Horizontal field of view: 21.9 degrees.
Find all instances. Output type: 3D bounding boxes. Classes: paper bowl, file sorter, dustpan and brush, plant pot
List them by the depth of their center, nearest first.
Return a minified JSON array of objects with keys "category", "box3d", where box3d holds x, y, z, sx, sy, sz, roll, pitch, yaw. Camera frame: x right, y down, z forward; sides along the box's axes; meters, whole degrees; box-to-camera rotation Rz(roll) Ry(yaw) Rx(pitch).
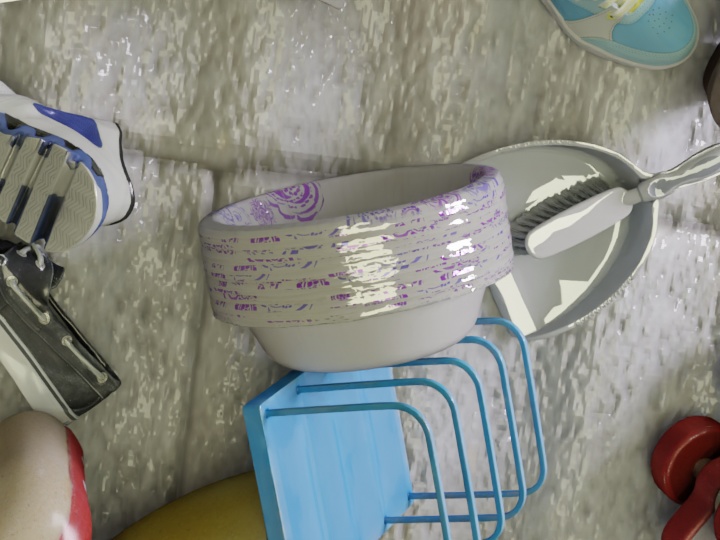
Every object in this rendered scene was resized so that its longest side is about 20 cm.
[{"category":"paper bowl","box3d":[0.000,0.000,1.198,0.199,0.201,0.105,-10,102,-7]},{"category":"file sorter","box3d":[0.030,0.119,1.207,0.122,0.200,0.140,-5,102,25]},{"category":"plant pot","box3d":[-0.105,0.232,1.243,0.141,0.200,0.202,-4,101,12]},{"category":"dustpan and brush","box3d":[0.175,-0.047,1.290,0.199,0.057,0.140,-26,103,-4]}]

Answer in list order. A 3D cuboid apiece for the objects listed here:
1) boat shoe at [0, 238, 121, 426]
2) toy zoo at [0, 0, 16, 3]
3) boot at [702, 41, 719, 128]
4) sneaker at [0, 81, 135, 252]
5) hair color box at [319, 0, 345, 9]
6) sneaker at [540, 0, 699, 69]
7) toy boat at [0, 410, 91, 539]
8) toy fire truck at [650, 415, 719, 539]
[{"category":"boat shoe","box3d":[-0.228,0.010,1.229,0.068,0.072,0.201,-32,106,-1]},{"category":"toy zoo","box3d":[-0.262,-0.236,1.206,0.198,0.020,0.132,-11,101,-7]},{"category":"boot","box3d":[0.286,-0.181,1.240,0.070,0.146,0.201,15,97,-10]},{"category":"sneaker","box3d":[-0.223,-0.080,1.211,0.199,0.115,0.081,36,104,16]},{"category":"hair color box","box3d":[-0.016,-0.282,1.181,0.110,0.064,0.201,22,114,-24]},{"category":"sneaker","box3d":[0.157,-0.199,1.225,0.199,0.131,0.080,35,92,-14]},{"category":"toy boat","box3d":[-0.207,0.182,1.163,0.130,0.200,0.131,-40,105,0]},{"category":"toy fire truck","box3d":[0.315,0.150,1.332,0.168,0.112,0.200,37,94,-32]}]
